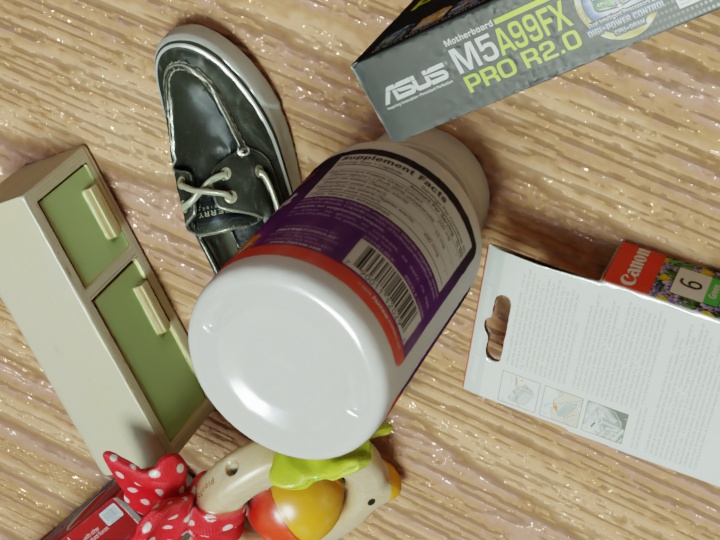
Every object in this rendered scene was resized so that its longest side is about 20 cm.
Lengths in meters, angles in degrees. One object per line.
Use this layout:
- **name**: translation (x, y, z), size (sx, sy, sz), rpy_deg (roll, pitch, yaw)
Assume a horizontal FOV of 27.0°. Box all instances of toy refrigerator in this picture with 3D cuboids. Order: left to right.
- **toy refrigerator**: translation (-0.173, 0.028, 0.987), size (0.069, 0.076, 0.202), rpy_deg (-14, 111, 32)

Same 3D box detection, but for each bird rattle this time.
- **bird rattle**: translation (-0.058, 0.146, 0.954), size (0.200, 0.113, 0.163), rpy_deg (-40, 138, 10)

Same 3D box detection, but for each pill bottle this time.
- **pill bottle**: translation (0.000, 0.000, 0.803), size (0.110, 0.200, 0.113), rpy_deg (13, 124, 20)

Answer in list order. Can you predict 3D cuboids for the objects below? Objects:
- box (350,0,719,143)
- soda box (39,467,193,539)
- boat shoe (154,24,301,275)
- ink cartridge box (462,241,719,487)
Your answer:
- **box**: translation (0.109, -0.142, 0.688), size (0.198, 0.161, 0.045), rpy_deg (-20, 111, 35)
- **soda box**: translation (-0.195, 0.209, 1.112), size (0.063, 0.070, 0.200), rpy_deg (46, 128, -7)
- **boat shoe**: translation (-0.074, -0.047, 0.898), size (0.070, 0.064, 0.202), rpy_deg (-12, 113, 31)
- **ink cartridge box**: translation (0.163, 0.048, 0.848), size (0.198, 0.050, 0.110), rpy_deg (20, 126, 16)
